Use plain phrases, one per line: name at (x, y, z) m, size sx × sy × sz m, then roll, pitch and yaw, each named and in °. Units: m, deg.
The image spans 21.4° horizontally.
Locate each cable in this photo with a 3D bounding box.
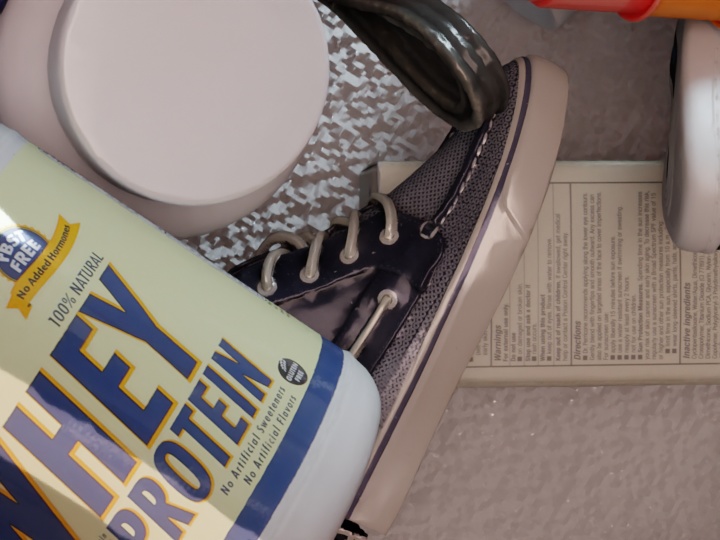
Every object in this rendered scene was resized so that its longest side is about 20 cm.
cable at (-0.024, -0.112, 0.713) m, size 0.050 × 0.097 × 0.200 m, roll -27°, pitch 67°, yaw -21°

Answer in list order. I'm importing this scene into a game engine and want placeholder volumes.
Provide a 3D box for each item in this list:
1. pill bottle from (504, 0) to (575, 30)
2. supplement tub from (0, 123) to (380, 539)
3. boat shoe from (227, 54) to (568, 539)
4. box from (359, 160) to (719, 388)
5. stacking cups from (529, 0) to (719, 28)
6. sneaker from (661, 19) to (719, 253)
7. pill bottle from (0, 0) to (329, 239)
pill bottle at (0.118, -0.197, 0.768) m, size 0.111 × 0.111 × 0.200 m, roll 43°, pitch 89°, yaw -5°
supplement tub at (-0.109, 0.042, 0.605) m, size 0.200 × 0.145 × 0.145 m, roll 33°, pitch 89°, yaw -8°
boat shoe at (0.000, 0.000, 0.705) m, size 0.092 × 0.075 × 0.201 m, roll 24°, pitch 89°, yaw -9°
box at (0.100, 0.000, 0.790) m, size 0.199 × 0.078 × 0.096 m, roll 1°, pitch 92°, yaw -5°
stacking cups at (0.150, -0.107, 0.682) m, size 0.199 × 0.060 × 0.061 m, roll -2°, pitch 92°, yaw -18°
sneaker at (0.175, -0.067, 0.726) m, size 0.111 × 0.200 × 0.073 m, roll 6°, pitch 121°, yaw 7°
pill bottle at (-0.079, -0.072, 0.704) m, size 0.119 × 0.200 × 0.120 m, roll -1°, pitch 95°, yaw -16°
